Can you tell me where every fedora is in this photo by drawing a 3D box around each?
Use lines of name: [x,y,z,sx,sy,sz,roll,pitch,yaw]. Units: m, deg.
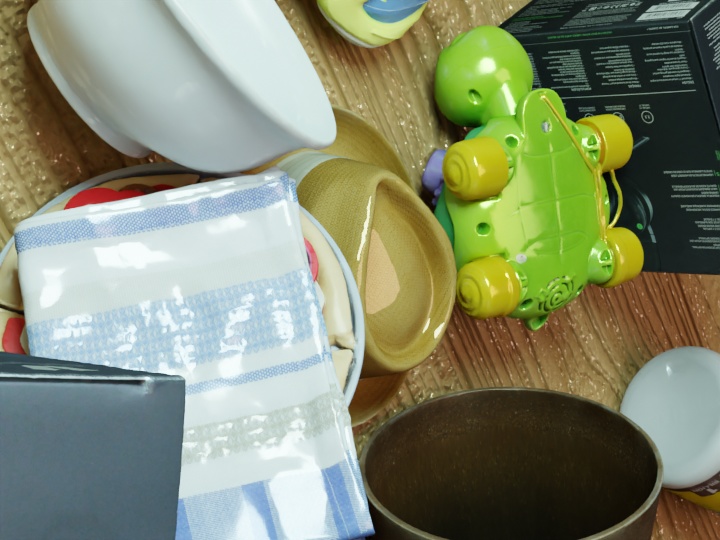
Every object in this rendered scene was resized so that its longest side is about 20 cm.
fedora: [0.000,0.000,0.969,0.200,0.081,0.202,-2,92,-46]

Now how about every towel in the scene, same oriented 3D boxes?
towel: [-0.082,0.050,0.773,0.146,0.024,0.201,-11,67,-9]

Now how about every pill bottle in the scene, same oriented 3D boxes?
pill bottle: [0.296,0.138,1.257,0.199,0.109,0.110,27,73,-43]

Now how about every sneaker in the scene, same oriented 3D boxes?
sneaker: [-0.010,-0.212,0.927,0.200,0.105,0.076,35,36,-48]

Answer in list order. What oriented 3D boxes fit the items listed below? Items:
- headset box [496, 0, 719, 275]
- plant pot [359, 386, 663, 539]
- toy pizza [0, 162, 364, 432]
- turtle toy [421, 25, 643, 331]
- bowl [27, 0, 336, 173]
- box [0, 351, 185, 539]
headset box: [0.202,-0.093,1.106,0.093,0.173,0.201,-39,117,-36]
plant pot: [0.095,0.207,1.028,0.186,0.186,0.201,-27,125,-41]
toy pizza: [-0.096,0.026,0.814,0.201,0.199,0.032,-57,168,-27]
turtle toy: [0.098,-0.060,1.052,0.145,0.101,0.202,-12,99,-33]
bowl: [-0.105,-0.121,0.824,0.201,0.090,0.201,51,14,-17]
box: [-0.211,0.090,0.677,0.196,0.199,0.118,5,88,-45]
